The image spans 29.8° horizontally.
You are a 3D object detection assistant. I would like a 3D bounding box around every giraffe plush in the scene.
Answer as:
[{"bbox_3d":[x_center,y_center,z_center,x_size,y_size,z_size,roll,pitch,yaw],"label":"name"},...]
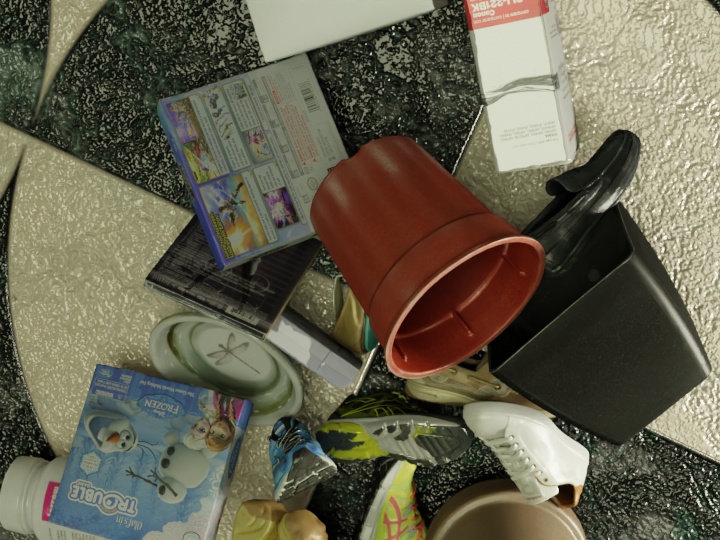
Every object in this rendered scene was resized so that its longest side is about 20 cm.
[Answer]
[{"bbox_3d":[-0.085,0.373,1.635,0.200,0.162,0.173,-47,68,15],"label":"giraffe plush"}]

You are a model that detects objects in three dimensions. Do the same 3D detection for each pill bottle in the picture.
[{"bbox_3d":[-0.342,0.295,1.699,0.199,0.113,0.114,7,105,10],"label":"pill bottle"}]

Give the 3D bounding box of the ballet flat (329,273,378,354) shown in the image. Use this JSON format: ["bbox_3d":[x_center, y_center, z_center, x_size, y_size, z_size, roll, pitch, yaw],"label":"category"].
[{"bbox_3d":[0.000,0.000,1.585,0.063,0.069,0.201,17,105,24],"label":"ballet flat"}]

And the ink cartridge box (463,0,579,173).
[{"bbox_3d":[0.175,-0.215,1.453,0.083,0.144,0.201,-10,101,15],"label":"ink cartridge box"}]

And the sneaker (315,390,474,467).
[{"bbox_3d":[0.043,0.174,1.586,0.199,0.085,0.075,-2,130,28],"label":"sneaker"}]

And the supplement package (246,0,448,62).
[{"bbox_3d":[-0.024,-0.334,1.484,0.199,0.111,0.156,-15,100,15],"label":"supplement package"}]

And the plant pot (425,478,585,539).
[{"bbox_3d":[0.176,0.367,1.561,0.199,0.175,0.201,0,107,-1],"label":"plant pot"}]

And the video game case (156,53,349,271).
[{"bbox_3d":[-0.110,-0.123,1.523,0.181,0.045,0.201,-20,84,-17],"label":"video game case"}]

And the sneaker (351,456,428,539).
[{"bbox_3d":[0.047,0.298,1.647,0.090,0.078,0.201,16,111,-2],"label":"sneaker"}]

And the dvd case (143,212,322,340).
[{"bbox_3d":[-0.138,-0.013,1.544,0.148,0.200,0.016,24,131,5],"label":"dvd case"}]

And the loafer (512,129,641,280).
[{"bbox_3d":[0.237,-0.082,1.472,0.070,0.068,0.201,41,73,-14],"label":"loafer"}]

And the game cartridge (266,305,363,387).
[{"bbox_3d":[-0.087,0.067,1.581,0.200,0.133,0.041,36,89,2],"label":"game cartridge"}]

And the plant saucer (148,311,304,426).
[{"bbox_3d":[-0.154,0.107,1.623,0.199,0.050,0.201,15,141,13],"label":"plant saucer"}]

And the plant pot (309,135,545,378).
[{"bbox_3d":[0.056,-0.025,1.427,0.201,0.200,0.195,-49,59,18],"label":"plant pot"}]

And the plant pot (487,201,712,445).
[{"bbox_3d":[0.270,0.068,1.485,0.177,0.200,0.199,44,108,-12],"label":"plant pot"}]

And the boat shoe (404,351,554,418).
[{"bbox_3d":[0.152,0.129,1.579,0.199,0.071,0.065,8,100,7],"label":"boat shoe"}]

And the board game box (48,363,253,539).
[{"bbox_3d":[-0.250,0.230,1.616,0.199,0.043,0.200,11,77,15],"label":"board game box"}]

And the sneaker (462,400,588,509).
[{"bbox_3d":[0.191,0.213,1.534,0.200,0.085,0.073,32,146,-33],"label":"sneaker"}]

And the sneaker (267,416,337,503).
[{"bbox_3d":[-0.083,0.218,1.593,0.078,0.200,0.090,-25,84,-11],"label":"sneaker"}]
